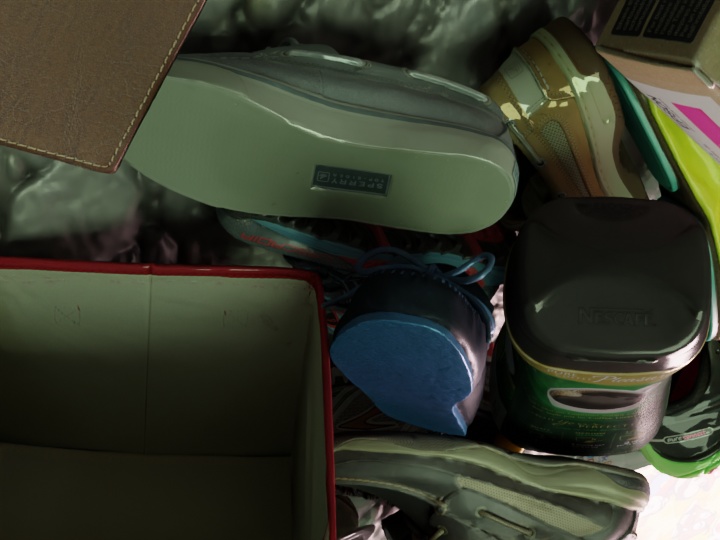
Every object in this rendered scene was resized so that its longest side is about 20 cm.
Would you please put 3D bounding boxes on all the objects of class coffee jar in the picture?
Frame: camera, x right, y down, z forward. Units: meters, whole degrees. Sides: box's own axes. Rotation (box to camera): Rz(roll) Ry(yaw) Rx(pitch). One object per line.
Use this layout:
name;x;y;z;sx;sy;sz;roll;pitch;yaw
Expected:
coffee jar;0.123;0.033;0.821;0.103;0.086;0.200;2;159;2

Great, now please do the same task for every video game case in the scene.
video game case;0.246;0.162;1.170;0.181;0.023;0.201;-27;139;-8

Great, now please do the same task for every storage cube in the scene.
storage cube;-0.105;0.120;0.750;0.169;0.201;0.181;2;135;-7

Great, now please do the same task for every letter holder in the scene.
letter holder;-0.121;-0.156;0.568;0.141;0.101;0.201;12;122;-37

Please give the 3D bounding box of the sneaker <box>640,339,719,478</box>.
sneaker;0.224;0.028;0.947;0.084;0.076;0.201;40;71;-27

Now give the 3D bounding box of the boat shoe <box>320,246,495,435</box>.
boat shoe;0.025;0.025;0.746;0.083;0.069;0.200;16;166;5

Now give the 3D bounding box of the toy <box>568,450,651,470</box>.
toy;0.191;0.060;1.002;0.198;0.047;0.117;-13;105;-31

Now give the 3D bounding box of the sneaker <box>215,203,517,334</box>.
sneaker;0.000;0.000;0.813;0.199;0.080;0.096;14;123;-40

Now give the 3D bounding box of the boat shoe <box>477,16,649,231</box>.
boat shoe;0.107;-0.046;0.845;0.076;0.072;0.201;-32;133;-3

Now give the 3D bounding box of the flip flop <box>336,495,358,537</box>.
flip flop;-0.089;0.172;0.936;0.198;0.058;0.082;1;129;-33

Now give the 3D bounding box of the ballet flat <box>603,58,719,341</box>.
ballet flat;0.187;-0.050;0.841;0.067;0.067;0.201;-28;120;-5

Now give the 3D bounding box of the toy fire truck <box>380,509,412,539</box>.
toy fire truck;0.120;0.229;0.985;0.128;0.176;0.202;-25;96;-9

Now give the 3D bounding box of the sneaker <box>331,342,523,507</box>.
sneaker;0.009;0.099;0.911;0.198;0.082;0.078;-18;137;-17

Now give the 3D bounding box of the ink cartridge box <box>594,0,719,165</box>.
ink cartridge box;0.230;-0.124;0.777;0.199;0.075;0.166;34;83;-37

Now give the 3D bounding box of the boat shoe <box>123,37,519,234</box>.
boat shoe;-0.024;-0.070;0.731;0.199;0.072;0.070;11;134;-8

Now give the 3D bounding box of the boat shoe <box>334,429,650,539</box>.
boat shoe;0.063;0.131;0.848;0.198;0.074;0.074;10;172;-10

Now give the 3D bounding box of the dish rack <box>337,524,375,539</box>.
dish rack;-0.078;0.233;0.944;0.171;0.044;0.200;-21;162;-38
